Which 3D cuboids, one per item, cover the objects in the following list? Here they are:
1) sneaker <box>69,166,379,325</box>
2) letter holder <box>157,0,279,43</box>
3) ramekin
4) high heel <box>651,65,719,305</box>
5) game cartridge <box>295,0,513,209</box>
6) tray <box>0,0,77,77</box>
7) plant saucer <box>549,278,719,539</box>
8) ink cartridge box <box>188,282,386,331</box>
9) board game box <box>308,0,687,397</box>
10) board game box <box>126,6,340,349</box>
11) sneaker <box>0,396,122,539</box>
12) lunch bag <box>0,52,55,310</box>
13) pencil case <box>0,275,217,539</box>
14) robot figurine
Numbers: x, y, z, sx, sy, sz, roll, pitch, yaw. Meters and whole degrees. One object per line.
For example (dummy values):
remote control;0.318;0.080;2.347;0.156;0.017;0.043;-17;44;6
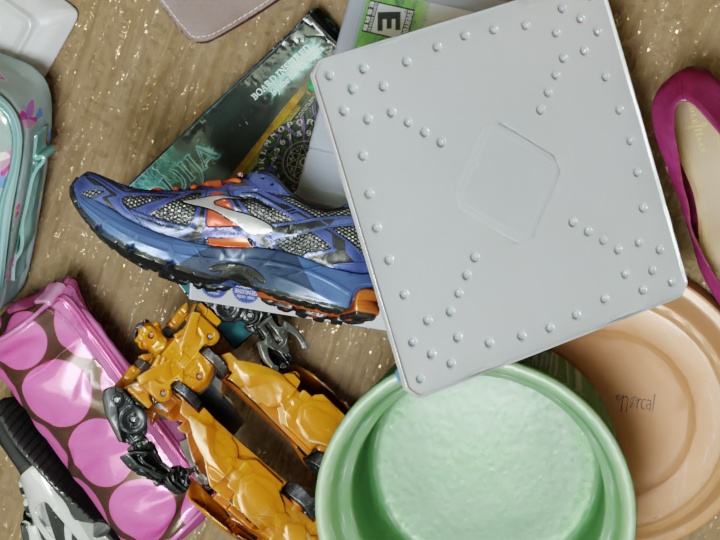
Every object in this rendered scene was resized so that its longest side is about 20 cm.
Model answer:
sneaker;-0.077;-0.027;1.104;0.198;0.075;0.079;16;79;1
letter holder;-0.053;-0.252;1.143;0.199;0.101;0.142;-35;96;21
ramekin;0.076;0.137;1.171;0.198;0.098;0.202;2;105;8
high heel;0.225;-0.027;1.128;0.067;0.096;0.201;-23;98;20
game cartridge;0.046;-0.114;1.144;0.132;0.040;0.202;13;83;8
tray;-0.300;-0.189;1.268;0.199;0.022;0.108;35;112;4
plant saucer;0.163;0.091;1.213;0.199;0.032;0.202;4;106;14
ink cartridge box;0.000;0.000;1.171;0.198;0.094;0.045;9;110;10
board game box;0.082;-0.051;1.092;0.199;0.026;0.201;-19;96;-22
board game box;-0.057;-0.059;1.231;0.200;0.028;0.135;-40;94;21
sneaker;-0.214;0.186;1.319;0.088;0.074;0.200;-36;93;19
lunch bag;-0.292;-0.063;1.258;0.159;0.077;0.201;20;120;11
pencil case;-0.174;0.098;1.279;0.200;0.091;0.094;51;146;-4
robot figurine;-0.079;0.105;1.229;0.200;0.058;0.145;44;72;-12
